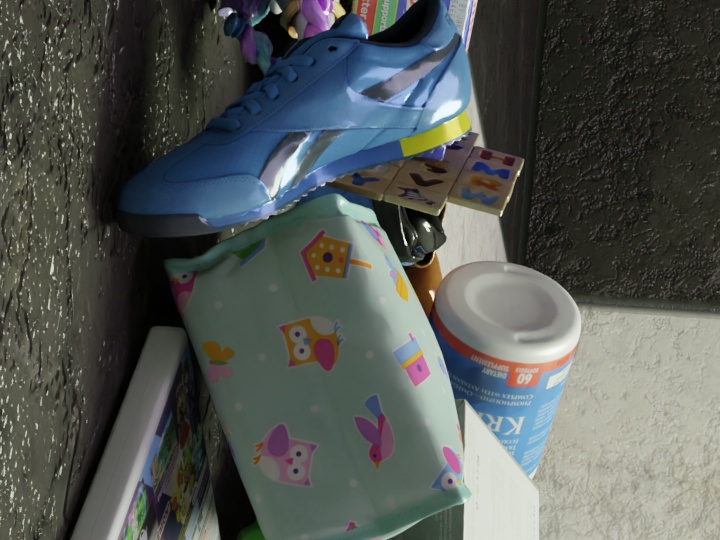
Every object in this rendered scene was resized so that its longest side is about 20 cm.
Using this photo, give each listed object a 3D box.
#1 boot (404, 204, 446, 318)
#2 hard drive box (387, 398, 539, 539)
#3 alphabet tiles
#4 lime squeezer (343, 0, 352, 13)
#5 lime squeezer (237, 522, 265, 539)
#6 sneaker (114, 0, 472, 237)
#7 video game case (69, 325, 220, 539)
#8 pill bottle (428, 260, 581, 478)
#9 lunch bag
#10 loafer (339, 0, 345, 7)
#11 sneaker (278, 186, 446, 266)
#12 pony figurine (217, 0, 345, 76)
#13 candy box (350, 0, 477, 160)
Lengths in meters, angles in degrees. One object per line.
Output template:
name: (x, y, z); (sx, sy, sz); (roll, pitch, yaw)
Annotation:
boot: (0.037, -0.021, 1.316); (0.155, 0.076, 0.202); (-139, -141, -71)
hard drive box: (0.057, 0.189, 1.140); (0.200, 0.076, 0.157); (51, 39, -60)
alphabet tiles: (0.014, -0.073, 1.075); (0.200, 0.165, 0.006); (-57, 162, -71)
lime squeezer: (-0.023, -0.162, 1.193); (0.200, 0.037, 0.071); (93, 13, -84)
lime squeezer: (-0.051, 0.175, 1.012); (0.200, 0.037, 0.071); (168, -84, -84)
sneaker: (-0.034, -0.077, 0.848); (0.066, 0.199, 0.079); (24, -48, 54)
video game case: (-0.107, 0.161, 0.865); (0.201, 0.023, 0.183); (-74, 165, -48)
pill bottle: (0.091, 0.103, 1.338); (0.113, 0.111, 0.201); (-72, 175, -55)
lunch bag: (-0.015, 0.059, 0.936); (0.200, 0.121, 0.172); (28, 40, -84)
loafer: (-0.018, -0.256, 1.100); (0.070, 0.069, 0.202); (97, -1, -81)
sneaker: (0.000, 0.000, 1.178); (0.077, 0.110, 0.202); (-35, 128, -78)
pony figurine: (-0.024, -0.177, 0.933); (0.194, 0.165, 0.202); (93, -10, -57)
candy box: (0.037, -0.181, 1.126); (0.200, 0.076, 0.171); (-80, -179, -72)
